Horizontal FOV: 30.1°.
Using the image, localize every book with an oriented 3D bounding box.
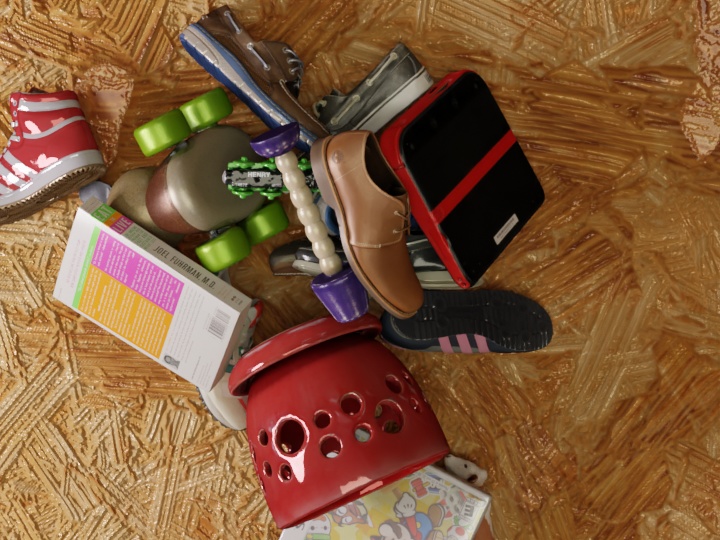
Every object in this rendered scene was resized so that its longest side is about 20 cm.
[{"bbox_3d":[-0.216,0.026,1.390,0.199,0.048,0.134,33,135,7],"label":"book"}]

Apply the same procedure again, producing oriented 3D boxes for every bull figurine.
[{"bbox_3d":[0.109,0.314,1.538,0.121,0.065,0.201,-18,101,7],"label":"bull figurine"}]

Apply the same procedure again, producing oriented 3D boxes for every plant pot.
[{"bbox_3d":[-0.028,0.151,1.412,0.199,0.200,0.183,-24,77,5],"label":"plant pot"}]

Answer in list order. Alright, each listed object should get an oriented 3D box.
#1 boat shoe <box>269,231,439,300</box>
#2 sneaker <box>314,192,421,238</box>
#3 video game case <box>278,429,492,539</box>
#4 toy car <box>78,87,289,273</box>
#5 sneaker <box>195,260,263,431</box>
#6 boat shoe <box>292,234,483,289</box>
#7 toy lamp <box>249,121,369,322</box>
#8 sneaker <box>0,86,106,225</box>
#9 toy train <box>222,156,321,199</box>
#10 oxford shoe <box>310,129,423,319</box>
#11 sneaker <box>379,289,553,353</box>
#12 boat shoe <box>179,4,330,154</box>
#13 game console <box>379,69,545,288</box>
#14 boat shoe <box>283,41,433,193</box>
[{"bbox_3d":[0.000,0.000,1.458,0.199,0.076,0.072,-2,106,1],"label":"boat shoe"},{"bbox_3d":[0.043,-0.070,1.436,0.199,0.082,0.074,-11,101,1],"label":"sneaker"},{"bbox_3d":[0.022,0.289,1.501,0.199,0.023,0.183,25,93,14],"label":"video game case"},{"bbox_3d":[-0.208,-0.073,1.428,0.199,0.158,0.165,-21,101,34],"label":"toy car"},{"bbox_3d":[-0.143,0.079,1.474,0.093,0.070,0.201,-19,100,10],"label":"sneaker"},{"bbox_3d":[0.028,-0.017,1.395,0.199,0.072,0.068,1,82,-4],"label":"boat shoe"},{"bbox_3d":[-0.044,-0.044,1.311,0.058,0.058,0.201,-21,106,4],"label":"toy lamp"},{"bbox_3d":[-0.365,-0.122,1.425,0.199,0.071,0.113,-22,81,23],"label":"sneaker"},{"bbox_3d":[-0.041,-0.095,1.358,0.199,0.056,0.042,1,103,-8],"label":"toy train"},{"bbox_3d":[0.022,-0.043,1.299,0.071,0.071,0.201,-14,112,30],"label":"oxford shoe"},{"bbox_3d":[0.113,0.059,1.484,0.199,0.082,0.071,8,72,-21],"label":"sneaker"},{"bbox_3d":[-0.097,-0.203,1.385,0.200,0.072,0.072,43,83,11],"label":"boat shoe"},{"bbox_3d":[0.107,-0.100,1.386,0.031,0.200,0.177,-16,110,41],"label":"game console"},{"bbox_3d":[-0.018,-0.162,1.424,0.200,0.071,0.064,-40,101,0],"label":"boat shoe"}]
